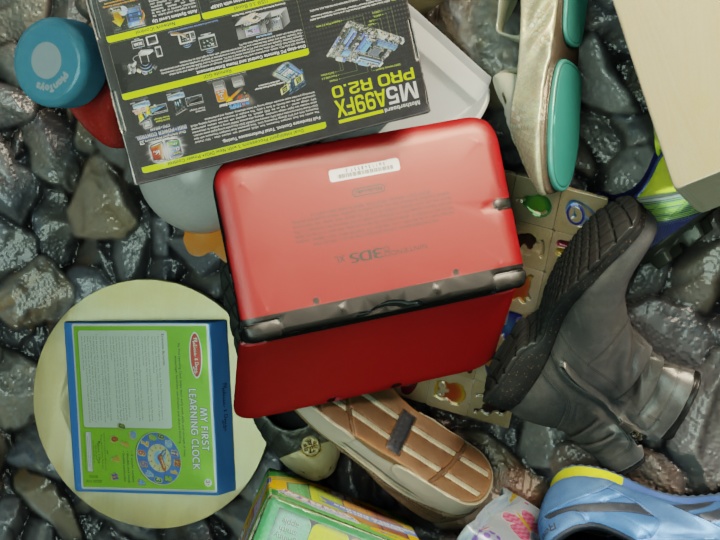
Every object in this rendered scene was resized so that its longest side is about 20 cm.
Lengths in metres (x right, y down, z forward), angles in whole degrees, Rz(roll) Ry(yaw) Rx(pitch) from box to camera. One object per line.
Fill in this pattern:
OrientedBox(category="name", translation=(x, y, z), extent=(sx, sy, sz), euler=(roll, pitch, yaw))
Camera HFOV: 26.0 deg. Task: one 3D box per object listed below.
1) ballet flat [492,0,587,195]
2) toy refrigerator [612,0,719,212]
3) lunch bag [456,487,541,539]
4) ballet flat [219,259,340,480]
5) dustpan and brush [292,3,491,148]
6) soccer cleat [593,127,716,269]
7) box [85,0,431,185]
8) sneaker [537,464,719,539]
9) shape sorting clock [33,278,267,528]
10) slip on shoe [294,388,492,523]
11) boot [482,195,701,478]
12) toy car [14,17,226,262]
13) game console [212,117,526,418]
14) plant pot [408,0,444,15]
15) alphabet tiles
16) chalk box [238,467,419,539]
OrientedBox(category="ballet flat", translation=(0.123, -0.148, 1.083), extent=(0.062, 0.067, 0.202), euler=(3, 80, 29))
OrientedBox(category="toy refrigerator", translation=(0.220, -0.147, 1.022), extent=(0.075, 0.070, 0.201), euler=(-23, 68, 21))
OrientedBox(category="lunch bag", translation=(0.114, 0.294, 1.137), extent=(0.169, 0.127, 0.201), euler=(34, 113, 14))
OrientedBox(category="ballet flat", translation=(-0.064, 0.067, 1.189), extent=(0.066, 0.057, 0.201), euler=(-19, 93, -7))
OrientedBox(category="dustpan and brush", translation=(-0.015, -0.085, 1.060), extent=(0.139, 0.057, 0.200), euler=(37, 106, -26))
OrientedBox(category="soccer cleat", translation=(0.243, -0.087, 1.060), extent=(0.200, 0.065, 0.084), euler=(-44, 82, 20))
OrientedBox(category="box", translation=(-0.068, -0.157, 0.990), extent=(0.198, 0.044, 0.161), euler=(-15, 107, -2))
OrientedBox(category="sneaker", translation=(0.223, 0.194, 1.092), extent=(0.198, 0.079, 0.066), euler=(10, 125, 7))
OrientedBox(category="shape sorting clock", translation=(-0.166, 0.106, 1.245), extent=(0.198, 0.039, 0.202), euler=(2, 97, 15))
OrientedBox(category="slip on shoe", translation=(0.007, 0.117, 1.165), extent=(0.199, 0.076, 0.061), euler=(35, 142, -4))
OrientedBox(category="boot", translation=(0.184, 0.047, 1.084), extent=(0.131, 0.070, 0.201), euler=(27, 128, -6))
OrientedBox(category="toy car", translation=(-0.107, -0.106, 1.103), extent=(0.176, 0.184, 0.201), euler=(-31, 83, 21))
OrientedBox(category="game console", translation=(0.000, 0.000, 1.075), extent=(0.198, 0.119, 0.174), euler=(-11, 88, -16))
OrientedBox(category="plant pot", translation=(0.057, -0.277, 1.047), extent=(0.187, 0.187, 0.200), euler=(41, 124, 8))
OrientedBox(category="alphabet tiles", translation=(0.080, 0.017, 1.136), extent=(0.166, 0.008, 0.201), euler=(16, 118, 12))
OrientedBox(category="chalk box", translation=(-0.032, 0.227, 1.109), extent=(0.124, 0.200, 0.125), euler=(22, 88, -4))
